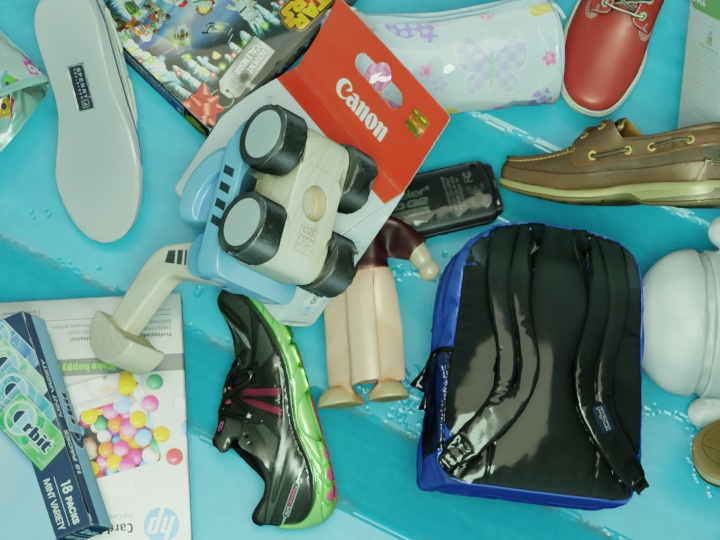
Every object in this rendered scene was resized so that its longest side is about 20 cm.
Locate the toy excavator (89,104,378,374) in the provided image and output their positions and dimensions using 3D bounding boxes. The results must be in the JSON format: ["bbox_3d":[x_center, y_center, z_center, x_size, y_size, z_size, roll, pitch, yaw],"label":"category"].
[{"bbox_3d":[-0.103,-0.017,1.408,0.100,0.199,0.196,24,75,-42],"label":"toy excavator"}]

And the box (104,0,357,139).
[{"bbox_3d":[-0.100,-0.221,1.565,0.137,0.040,0.200,43,78,7],"label":"box"}]

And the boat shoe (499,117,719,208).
[{"bbox_3d":[0.199,-0.084,1.491,0.199,0.072,0.068,3,91,36],"label":"boat shoe"}]

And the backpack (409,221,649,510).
[{"bbox_3d":[0.117,0.070,1.434,0.161,0.168,0.202,8,79,-13],"label":"backpack"}]

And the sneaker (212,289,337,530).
[{"bbox_3d":[-0.078,0.101,1.469,0.083,0.077,0.201,-16,74,-4],"label":"sneaker"}]

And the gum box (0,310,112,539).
[{"bbox_3d":[-0.303,0.148,1.429,0.199,0.045,0.171,-24,74,10],"label":"gum box"}]

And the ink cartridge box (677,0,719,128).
[{"bbox_3d":[0.296,-0.173,1.490,0.059,0.104,0.201,-1,108,-11],"label":"ink cartridge box"}]

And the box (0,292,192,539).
[{"bbox_3d":[-0.208,0.122,1.475,0.155,0.041,0.202,-3,77,-3],"label":"box"}]

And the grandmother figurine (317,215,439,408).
[{"bbox_3d":[0.000,0.000,1.472,0.120,0.061,0.202,-8,80,3],"label":"grandmother figurine"}]

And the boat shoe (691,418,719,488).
[{"bbox_3d":[0.344,0.149,1.477,0.198,0.072,0.072,-5,52,-13],"label":"boat shoe"}]

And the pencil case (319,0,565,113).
[{"bbox_3d":[0.064,-0.170,1.537,0.198,0.083,0.091,-4,98,-5],"label":"pencil case"}]

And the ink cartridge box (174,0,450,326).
[{"bbox_3d":[-0.040,-0.085,1.451,0.160,0.047,0.201,50,117,34],"label":"ink cartridge box"}]

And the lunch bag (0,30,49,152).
[{"bbox_3d":[-0.362,-0.140,1.494,0.170,0.122,0.200,41,69,10],"label":"lunch bag"}]

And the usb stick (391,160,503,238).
[{"bbox_3d":[0.013,-0.043,1.530,0.199,0.033,0.056,-13,71,-6],"label":"usb stick"}]

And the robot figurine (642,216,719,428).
[{"bbox_3d":[0.294,0.041,1.480,0.198,0.113,0.171,2,105,-2],"label":"robot figurine"}]

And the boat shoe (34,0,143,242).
[{"bbox_3d":[-0.208,-0.125,1.520,0.071,0.066,0.201,-12,98,17],"label":"boat shoe"}]

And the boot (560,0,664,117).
[{"bbox_3d":[0.214,-0.228,1.528,0.072,0.144,0.201,21,77,2],"label":"boot"}]
